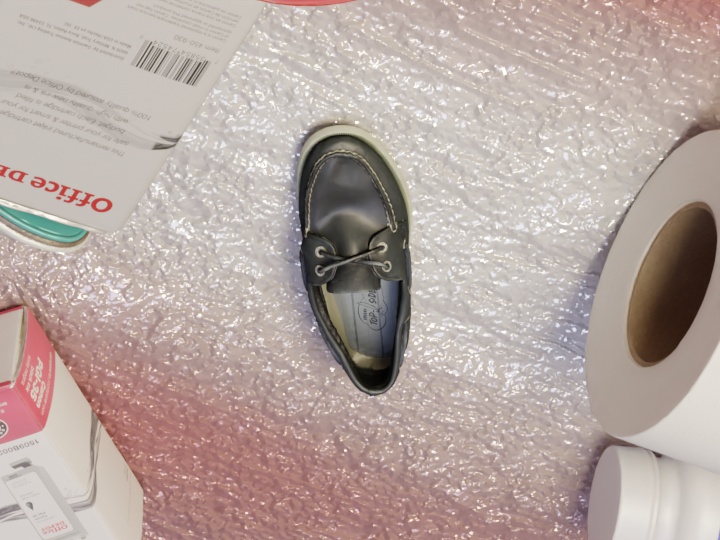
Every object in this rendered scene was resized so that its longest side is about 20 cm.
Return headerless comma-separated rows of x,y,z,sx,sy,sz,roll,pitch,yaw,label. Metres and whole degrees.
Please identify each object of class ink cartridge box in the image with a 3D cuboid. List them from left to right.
-0.253,0.136,1.612,0.145,0.083,0.201,-17,129,13,ink cartridge box
-0.166,-0.132,1.371,0.146,0.083,0.200,17,129,-27,ink cartridge box

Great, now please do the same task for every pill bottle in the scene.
0.265,0.176,1.642,0.198,0.113,0.113,9,130,-9,pill bottle

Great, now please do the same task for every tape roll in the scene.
0.248,0.030,1.455,0.138,0.203,0.203,21,127,-18,tape roll

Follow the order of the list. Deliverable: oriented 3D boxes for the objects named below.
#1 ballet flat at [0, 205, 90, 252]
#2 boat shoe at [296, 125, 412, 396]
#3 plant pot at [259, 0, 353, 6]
-0.259,-0.069,1.456,0.199,0.070,0.069,32,123,-21,ballet flat
-0.002,0.000,1.512,0.074,0.066,0.200,-2,131,1,boat shoe
-0.026,-0.266,1.193,0.199,0.183,0.201,5,133,6,plant pot
